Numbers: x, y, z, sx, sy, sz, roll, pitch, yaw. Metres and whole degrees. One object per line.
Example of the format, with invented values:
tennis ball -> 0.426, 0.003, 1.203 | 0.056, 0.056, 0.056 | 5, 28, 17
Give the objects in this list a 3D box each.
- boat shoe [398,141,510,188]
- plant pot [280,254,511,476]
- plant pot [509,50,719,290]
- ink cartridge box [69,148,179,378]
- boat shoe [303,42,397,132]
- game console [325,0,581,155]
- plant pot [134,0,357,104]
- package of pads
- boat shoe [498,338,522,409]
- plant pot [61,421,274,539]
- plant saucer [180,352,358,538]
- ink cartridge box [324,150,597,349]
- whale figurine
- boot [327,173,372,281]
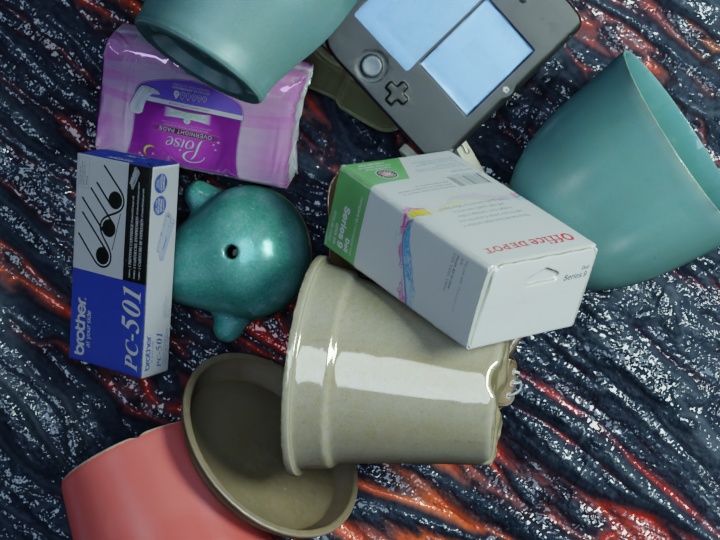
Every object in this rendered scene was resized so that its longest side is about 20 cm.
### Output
boat shoe -> 0.125, -0.068, 1.546 | 0.063, 0.071, 0.200 | -43, 84, -4
plant pot -> 0.039, 0.097, 1.436 | 0.182, 0.200, 0.203 | 7, 88, 9
plant pot -> 0.237, -0.077, 1.486 | 0.160, 0.200, 0.202 | -34, 88, 20
ink cartridge box -> -0.224, -0.007, 1.505 | 0.093, 0.044, 0.202 | 12, 105, 31
boat shoe -> -0.031, -0.217, 1.553 | 0.199, 0.075, 0.069 | 37, 57, -6
game console -> 0.083, -0.229, 1.496 | 0.200, 0.031, 0.177 | -43, 95, 3
plant pot -> -0.097, -0.260, 1.415 | 0.199, 0.200, 0.189 | 30, 83, 2
package of pads -> -0.150, -0.156, 1.531 | 0.198, 0.076, 0.122 | 11, 115, 2
boat shoe -> 0.119, 0.100, 1.542 | 0.072, 0.072, 0.200 | 45, 99, -2
plant pot -> -0.182, 0.250, 1.484 | 0.199, 0.200, 0.178 | -27, 78, 0
plant saucer -> -0.088, 0.167, 1.492 | 0.200, 0.200, 0.029 | 47, 122, 2
ink cartridge box -> 0.087, -0.022, 1.413 | 0.199, 0.145, 0.088 | 34, 121, 38
whale figurine -> -0.147, -0.009, 1.527 | 0.198, 0.104, 0.161 | -12, 88, 8
boot -> 0.000, 0.000, 1.540 | 0.073, 0.075, 0.202 | -9, 89, -2
